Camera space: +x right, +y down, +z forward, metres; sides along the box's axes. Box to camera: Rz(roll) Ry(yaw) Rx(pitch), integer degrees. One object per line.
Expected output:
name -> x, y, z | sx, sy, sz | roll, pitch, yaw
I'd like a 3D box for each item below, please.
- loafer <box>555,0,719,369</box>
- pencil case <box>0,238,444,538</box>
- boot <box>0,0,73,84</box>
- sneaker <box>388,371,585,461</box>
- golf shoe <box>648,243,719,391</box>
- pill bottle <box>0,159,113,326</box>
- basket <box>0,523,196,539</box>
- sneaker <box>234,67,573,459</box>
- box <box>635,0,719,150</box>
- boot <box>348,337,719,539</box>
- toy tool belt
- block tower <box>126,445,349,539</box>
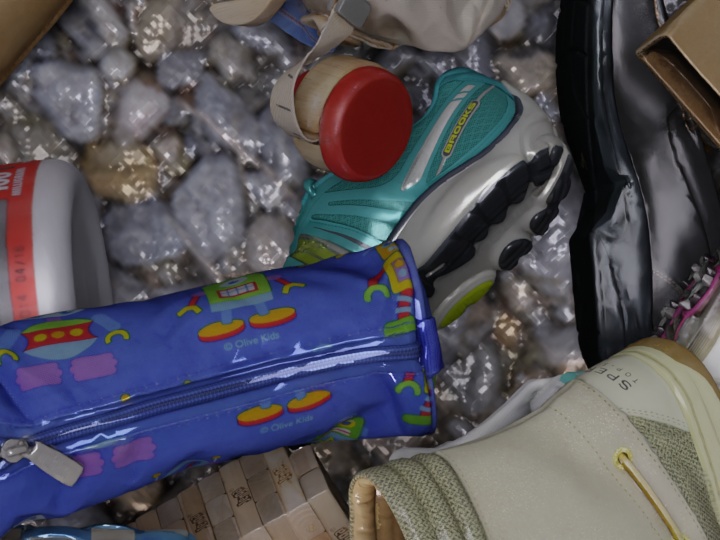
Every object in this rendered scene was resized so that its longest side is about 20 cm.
loafer -> 0.122, -0.057, 1.104 | 0.072, 0.073, 0.200 | -4, 96, -5
pencil case -> -0.065, 0.044, 1.008 | 0.200, 0.087, 0.078 | -13, 103, -12
boot -> -0.182, -0.164, 1.129 | 0.200, 0.066, 0.175 | -41, 85, 2
sneaker -> 0.105, 0.066, 1.054 | 0.200, 0.089, 0.075 | -23, 42, -6
golf shoe -> 0.194, -0.005, 1.054 | 0.092, 0.073, 0.200 | 46, 58, 6
pill bottle -> -0.206, 0.022, 1.094 | 0.200, 0.116, 0.116 | -7, 86, 3
basket -> -0.100, 0.190, 0.971 | 0.139, 0.200, 0.176 | 4, 120, -3
sneaker -> 0.000, 0.000, 1.114 | 0.200, 0.078, 0.080 | -44, 58, 3
box -> 0.212, -0.074, 1.048 | 0.164, 0.021, 0.200 | 48, 49, -1
boot -> 0.081, 0.141, 0.970 | 0.155, 0.072, 0.200 | -21, 98, -32
toy tool belt -> 0.000, -0.138, 1.100 | 0.123, 0.125, 0.200 | 20, 80, 43
block tower -> -0.093, 0.144, 1.100 | 0.200, 0.054, 0.058 | -29, 121, 2
